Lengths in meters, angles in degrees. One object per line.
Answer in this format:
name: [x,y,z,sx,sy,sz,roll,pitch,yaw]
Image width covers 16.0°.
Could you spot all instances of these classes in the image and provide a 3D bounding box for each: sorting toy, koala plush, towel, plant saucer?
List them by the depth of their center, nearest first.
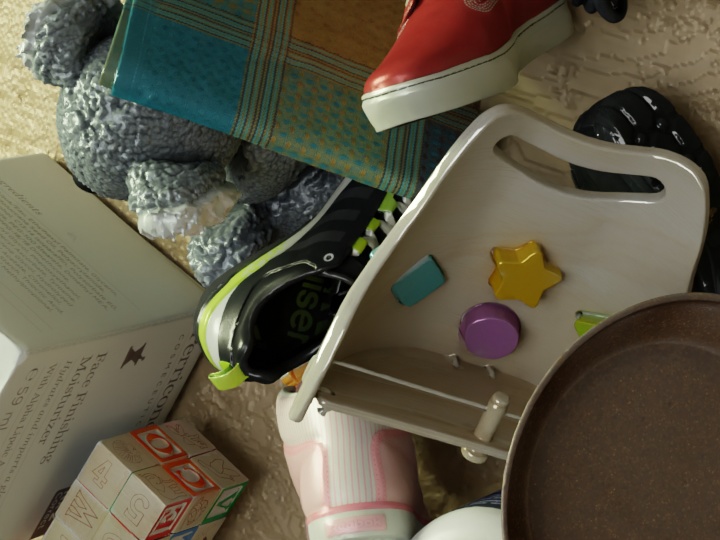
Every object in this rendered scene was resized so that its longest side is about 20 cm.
plant saucer: [0.153,0.110,1.255,0.037,0.199,0.202,-172,75,-69]
sorting toy: [0.086,0.007,1.287,0.199,0.107,0.181,17,119,-13]
towel: [-0.030,-0.113,1.347,0.199,0.147,0.022,21,138,-10]
koala plush: [-0.094,-0.092,1.399,0.184,0.200,0.178,-37,78,30]

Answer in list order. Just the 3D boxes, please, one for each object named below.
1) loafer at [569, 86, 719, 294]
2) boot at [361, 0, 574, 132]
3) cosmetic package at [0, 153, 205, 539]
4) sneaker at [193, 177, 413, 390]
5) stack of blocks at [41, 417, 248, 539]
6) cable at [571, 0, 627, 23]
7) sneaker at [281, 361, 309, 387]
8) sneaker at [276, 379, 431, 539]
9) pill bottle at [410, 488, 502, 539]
loafer: [0.175,-0.001,1.335,0.201,0.068,0.070,58,150,6]
boot: [0.037,-0.158,1.293,0.072,0.200,0.145,-11,107,27]
cosmetic package: [-0.221,0.049,1.496,0.165,0.200,0.165,39,115,21]
sneaker: [0.000,0.000,1.381,0.200,0.083,0.072,-41,115,-6]
stack of blocks: [-0.148,0.184,1.522,0.059,0.115,0.200,41,115,20]
cable: [0.107,-0.219,1.296,0.201,0.051,0.163,87,156,-49]
sneaker: [0.052,0.037,1.412,0.200,0.078,0.077,-28,102,31]
sneaker: [-0.001,0.111,1.401,0.075,0.200,0.105,-11,75,1]
pill bottle: [0.085,0.171,1.329,0.115,0.200,0.116,5,99,30]
